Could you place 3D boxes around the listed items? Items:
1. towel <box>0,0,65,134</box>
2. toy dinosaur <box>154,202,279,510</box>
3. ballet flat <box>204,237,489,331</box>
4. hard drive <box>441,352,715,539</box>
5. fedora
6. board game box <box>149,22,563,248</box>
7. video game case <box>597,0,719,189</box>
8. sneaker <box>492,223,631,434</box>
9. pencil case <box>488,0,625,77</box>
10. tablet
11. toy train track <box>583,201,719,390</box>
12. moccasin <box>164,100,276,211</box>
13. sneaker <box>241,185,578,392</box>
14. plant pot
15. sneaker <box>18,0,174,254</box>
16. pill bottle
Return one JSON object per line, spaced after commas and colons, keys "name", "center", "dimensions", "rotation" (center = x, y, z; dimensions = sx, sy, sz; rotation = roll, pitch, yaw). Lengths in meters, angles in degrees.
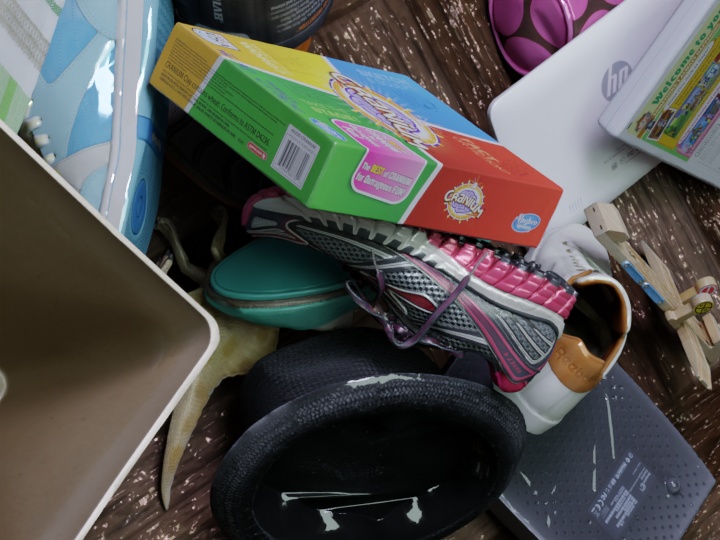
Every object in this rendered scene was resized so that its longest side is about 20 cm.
{"name": "towel", "center": [-0.199, -0.179, 1.537], "dimensions": [0.149, 0.031, 0.201], "rotation": [57, 47, -61]}
{"name": "toy dinosaur", "center": [-0.094, 0.033, 1.676], "dimensions": [0.101, 0.058, 0.201], "rotation": [35, 63, -23]}
{"name": "ballet flat", "center": [0.000, 0.000, 1.690], "dimensions": [0.199, 0.067, 0.071], "rotation": [-25, 137, -21]}
{"name": "hard drive", "center": [0.129, 0.115, 1.811], "dimensions": [0.200, 0.042, 0.135], "rotation": [45, 59, -15]}
{"name": "fedora", "center": [-0.004, 0.095, 1.684], "dimensions": [0.200, 0.201, 0.092], "rotation": [7, 44, -32]}
{"name": "board game box", "center": [-0.001, -0.076, 1.607], "dimensions": [0.199, 0.153, 0.040], "rotation": [9, 113, -48]}
{"name": "video game case", "center": [0.257, -0.155, 1.854], "dimensions": [0.200, 0.022, 0.182], "rotation": [-55, 149, 10]}
{"name": "sneaker", "center": [0.143, 0.022, 1.757], "dimensions": [0.073, 0.085, 0.200], "rotation": [41, 32, -14]}
{"name": "pencil case", "center": [0.181, -0.197, 1.891], "dimensions": [0.199, 0.091, 0.094], "rotation": [-20, 78, -37]}
{"name": "tablet", "center": [0.169, -0.109, 1.851], "dimensions": [0.200, 0.014, 0.131], "rotation": [-38, 130, -23]}
{"name": "toy train track", "center": [0.201, 0.005, 1.831], "dimensions": [0.200, 0.032, 0.115], "rotation": [41, 24, -51]}
{"name": "moccasin", "center": [-0.051, -0.070, 1.721], "dimensions": [0.201, 0.078, 0.074], "rotation": [16, 95, -34]}
{"name": "sneaker", "center": [0.024, 0.005, 1.616], "dimensions": [0.199, 0.081, 0.075], "rotation": [23, 96, -5]}
{"name": "plant pot", "center": [-0.234, 0.056, 1.507], "dimensions": [0.200, 0.177, 0.200], "rotation": [43, 60, -17]}
{"name": "sneaker", "center": [-0.180, -0.078, 1.619], "dimensions": [0.130, 0.080, 0.201], "rotation": [4, 71, 6]}
{"name": "pill bottle", "center": [-0.067, -0.195, 1.649], "dimensions": [0.106, 0.200, 0.107], "rotation": [-1, 58, 1]}
